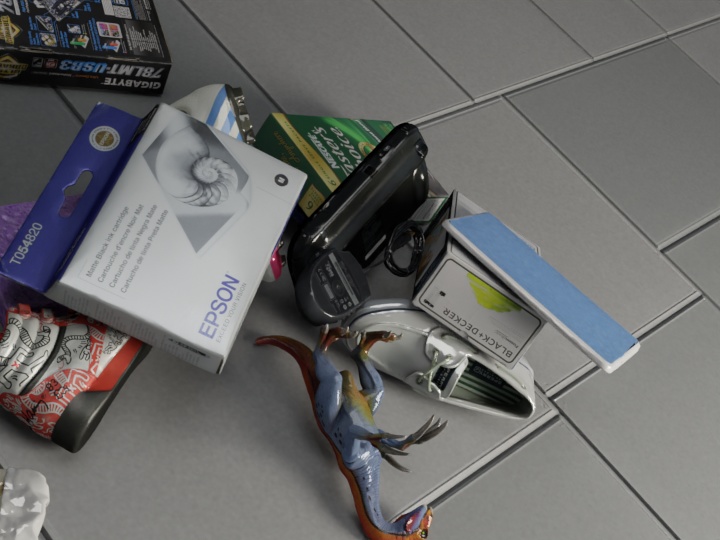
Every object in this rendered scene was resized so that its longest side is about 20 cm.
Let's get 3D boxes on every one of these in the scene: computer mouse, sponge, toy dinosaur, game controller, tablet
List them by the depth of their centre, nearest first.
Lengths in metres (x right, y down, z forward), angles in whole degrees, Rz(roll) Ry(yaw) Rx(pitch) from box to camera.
[{"bbox_3d":[0.003,0.143,1.017,0.104,0.198,0.185,10,77,-42],"label":"toy dinosaur"},{"bbox_3d":[-0.240,-0.018,1.051,0.198,0.030,0.112,-14,58,-37],"label":"sponge"},{"bbox_3d":[0.000,0.000,1.085,0.199,0.034,0.059,-29,92,-51],"label":"computer mouse"},{"bbox_3d":[0.168,0.016,1.094,0.200,0.014,0.130,42,21,15],"label":"tablet"},{"bbox_3d":[0.002,-0.049,1.130,0.042,0.105,0.200,29,59,23],"label":"game controller"}]

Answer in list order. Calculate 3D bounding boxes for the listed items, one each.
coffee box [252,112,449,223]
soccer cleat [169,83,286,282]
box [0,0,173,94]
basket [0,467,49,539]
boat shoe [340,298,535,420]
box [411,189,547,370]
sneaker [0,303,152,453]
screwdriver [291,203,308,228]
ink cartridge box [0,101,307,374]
[{"bbox_3d":[-0.006,-0.103,1.219,0.198,0.044,0.124,-4,50,-50],"label":"coffee box"},{"bbox_3d":[-0.126,-0.074,1.081,0.085,0.070,0.203,-16,69,-3],"label":"soccer cleat"},{"bbox_3d":[-0.313,-0.275,1.246,0.196,0.050,0.202,0,50,-28],"label":"box"},{"bbox_3d":[-0.276,0.232,0.664,0.158,0.199,0.202,13,44,-14],"label":"basket"},{"bbox_3d":[0.078,0.082,1.088,0.197,0.074,0.067,16,25,-15],"label":"boat shoe"},{"bbox_3d":[0.117,0.003,1.146,0.116,0.060,0.200,34,21,-5],"label":"box"},{"bbox_3d":[-0.226,0.046,0.969,0.107,0.068,0.202,31,44,-2],"label":"sneaker"},{"bbox_3d":[-0.084,-0.075,1.149,0.199,0.028,0.029,40,4,-21],"label":"screwdriver"},{"bbox_3d":[-0.166,-0.041,0.976,0.197,0.041,0.202,24,57,-3],"label":"ink cartridge box"}]
